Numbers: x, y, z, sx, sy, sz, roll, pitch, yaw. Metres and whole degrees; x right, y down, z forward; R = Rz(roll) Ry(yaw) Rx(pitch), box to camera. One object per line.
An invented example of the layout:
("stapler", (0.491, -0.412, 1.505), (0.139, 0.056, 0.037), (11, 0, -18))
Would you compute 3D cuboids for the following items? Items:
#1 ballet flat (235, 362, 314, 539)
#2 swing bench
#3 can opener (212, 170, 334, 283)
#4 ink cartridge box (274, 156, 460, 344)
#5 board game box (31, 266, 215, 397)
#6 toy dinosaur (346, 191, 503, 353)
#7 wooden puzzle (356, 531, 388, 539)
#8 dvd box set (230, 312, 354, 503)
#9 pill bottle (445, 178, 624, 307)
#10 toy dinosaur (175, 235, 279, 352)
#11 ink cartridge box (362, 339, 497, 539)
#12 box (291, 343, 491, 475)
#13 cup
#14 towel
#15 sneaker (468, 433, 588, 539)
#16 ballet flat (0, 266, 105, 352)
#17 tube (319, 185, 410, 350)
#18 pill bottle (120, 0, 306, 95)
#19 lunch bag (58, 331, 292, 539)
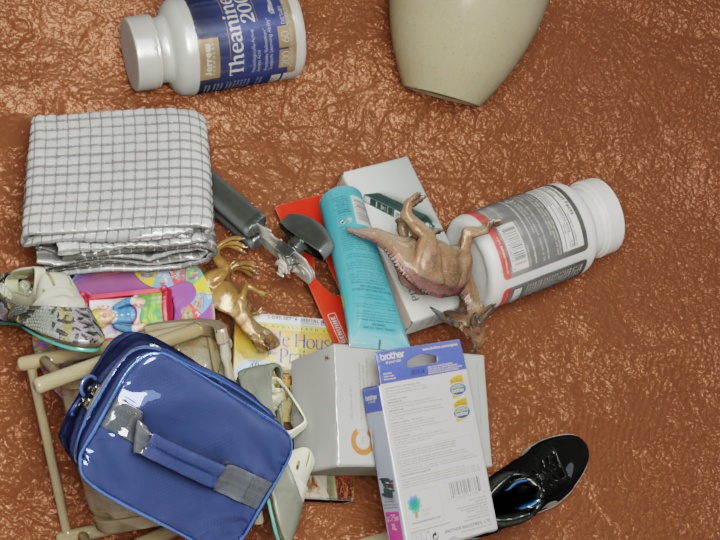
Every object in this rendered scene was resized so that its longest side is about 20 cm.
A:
("ballet flat", (-0.080, 0.180, 1.194), (0.063, 0.068, 0.202), (-18, 55, -3))
("swing bench", (-0.215, 0.166, 1.156), (0.197, 0.129, 0.203), (-14, 101, -22))
("can opener", (-0.114, -0.056, 1.295), (0.199, 0.053, 0.067), (35, 68, 22))
("ink cartridge box", (0.017, -0.021, 1.346), (0.171, 0.044, 0.202), (-16, 70, -27))
("board game box", (-0.251, 0.054, 1.223), (0.157, 0.039, 0.201), (38, 82, 9))
("toy dinosaur", (0.080, 0.003, 1.260), (0.197, 0.085, 0.138), (18, 65, -28))
("wooden puzzle", (-0.011, 0.394, 1.226), (0.182, 0.046, 0.203), (-11, 77, -20))
("dvd box set", (-0.076, 0.151, 1.289), (0.144, 0.029, 0.204), (6, 72, -16))
("pill bottle", (0.210, -0.036, 1.393), (0.197, 0.116, 0.117), (-19, 80, -22))
("toy dinosaur", (-0.165, 0.013, 1.269), (0.198, 0.061, 0.107), (29, 57, 11))
("ink cartridge box", (0.069, 0.178, 1.194), (0.118, 0.042, 0.204), (-6, 85, -34))
("box", (0.033, 0.155, 1.261), (0.197, 0.097, 0.127), (7, 73, -31))
("cup", (0.116, -0.282, 1.417), (0.197, 0.200, 0.146), (13, 97, -13))
("towel", (-0.254, -0.080, 1.237), (0.196, 0.086, 0.168), (-5, 58, -5))
("sneaker", (0.198, 0.241, 1.305), (0.198, 0.112, 0.074), (-26, 83, -23))
("ballet flat", (-0.317, 0.032, 1.160), (0.071, 0.199, 0.073), (-8, 102, -41))
("tube", (0.000, 0.000, 1.266), (0.076, 0.051, 0.202), (4, 52, -26))
("pill bottle", (-0.170, -0.263, 1.344), (0.197, 0.111, 0.113), (-13, 77, -21))
("lunch bag", (-0.167, 0.147, 1.032), (0.199, 0.132, 0.137), (33, 82, -25))
